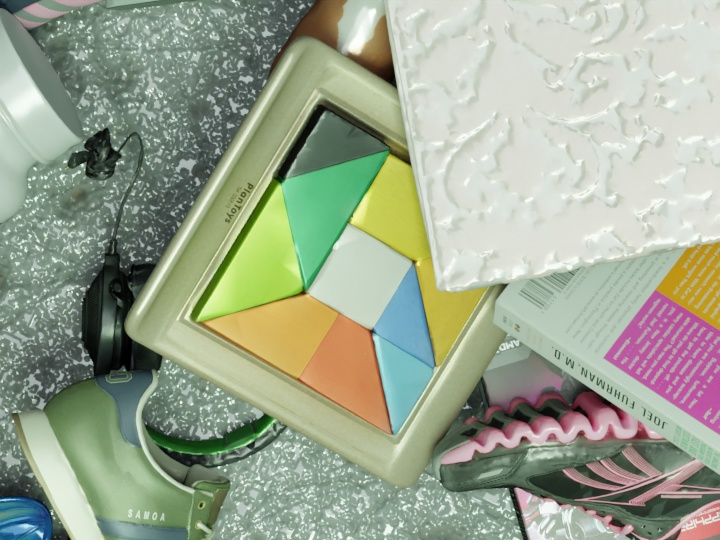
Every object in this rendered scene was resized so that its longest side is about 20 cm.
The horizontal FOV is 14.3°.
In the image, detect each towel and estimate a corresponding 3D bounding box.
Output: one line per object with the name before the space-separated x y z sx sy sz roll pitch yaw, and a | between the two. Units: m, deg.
towel | 0.119 -0.098 1.478 0.198 0.032 0.193 -10 91 7

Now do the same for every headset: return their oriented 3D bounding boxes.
headset | -0.102 0.015 1.577 0.123 0.094 0.201 -25 101 -1

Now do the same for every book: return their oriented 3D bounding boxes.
book | 0.188 0.029 1.509 0.199 0.048 0.134 35 67 17

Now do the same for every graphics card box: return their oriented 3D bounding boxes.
graphics card box | 0.142 0.107 1.602 0.125 0.051 0.201 -16 89 0

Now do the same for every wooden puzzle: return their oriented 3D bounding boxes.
wooden puzzle | 0.000 0.000 1.523 0.199 0.037 0.186 30 95 -23

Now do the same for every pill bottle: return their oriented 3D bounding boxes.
pill bottle | -0.254 -0.054 1.556 0.199 0.112 0.113 -32 90 6

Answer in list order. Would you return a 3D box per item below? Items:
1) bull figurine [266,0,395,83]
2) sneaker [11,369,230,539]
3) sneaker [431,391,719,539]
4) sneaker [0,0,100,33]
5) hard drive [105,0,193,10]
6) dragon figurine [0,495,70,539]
bull figurine | -0.008 -0.115 1.565 0.065 0.121 0.201 35 90 -1
sneaker | -0.104 0.144 1.541 0.089 0.067 0.201 -29 103 -6
sneaker | 0.139 0.112 1.547 0.198 0.079 0.096 -7 101 1
sneaker | -0.174 -0.173 1.564 0.199 0.082 0.071 -20 86 17
hard drive | -0.089 -0.253 1.591 0.131 0.026 0.202 -5 89 22
dragon figurine | -0.200 0.155 1.592 0.198 0.059 0.100 1 88 -5
